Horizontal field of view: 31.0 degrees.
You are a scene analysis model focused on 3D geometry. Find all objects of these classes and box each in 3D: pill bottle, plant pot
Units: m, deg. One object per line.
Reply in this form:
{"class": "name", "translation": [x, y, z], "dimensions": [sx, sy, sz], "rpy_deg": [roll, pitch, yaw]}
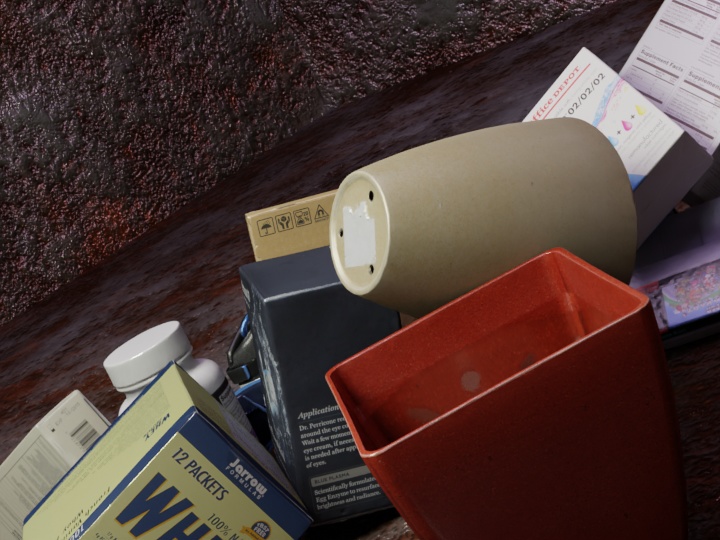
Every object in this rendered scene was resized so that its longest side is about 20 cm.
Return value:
{"class": "pill bottle", "translation": [-0.163, 0.156, 1.243], "dimensions": [0.110, 0.202, 0.112], "rpy_deg": [-25, 13, 6]}
{"class": "plant pot", "translation": [0.110, 0.123, 0.881], "dimensions": [0.198, 0.178, 0.200], "rpy_deg": [-27, 14, -3]}
{"class": "plant pot", "translation": [0.082, -0.028, 1.024], "dimensions": [0.197, 0.191, 0.186], "rpy_deg": [-2, -1, -30]}

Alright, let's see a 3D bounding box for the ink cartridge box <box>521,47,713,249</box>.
{"class": "ink cartridge box", "translation": [0.221, -0.125, 1.223], "dimensions": [0.115, 0.068, 0.200], "rpy_deg": [-50, 45, 12]}

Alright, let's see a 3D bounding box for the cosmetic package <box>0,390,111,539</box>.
{"class": "cosmetic package", "translation": [-0.330, 0.226, 1.387], "dimensions": [0.200, 0.105, 0.071], "rpy_deg": [-41, 3, 41]}

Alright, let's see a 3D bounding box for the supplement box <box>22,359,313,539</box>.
{"class": "supplement box", "translation": [-0.168, 0.209, 1.084], "dimensions": [0.200, 0.134, 0.200], "rpy_deg": [-47, 15, -4]}

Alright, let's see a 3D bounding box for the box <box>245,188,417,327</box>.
{"class": "box", "translation": [0.000, 0.000, 1.272], "dimensions": [0.197, 0.166, 0.021], "rpy_deg": [-15, 13, -12]}

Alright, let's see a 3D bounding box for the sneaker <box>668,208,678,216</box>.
{"class": "sneaker", "translation": [0.281, -0.008, 1.325], "dimensions": [0.090, 0.079, 0.200], "rpy_deg": [-41, 2, 29]}

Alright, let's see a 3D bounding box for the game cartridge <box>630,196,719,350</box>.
{"class": "game cartridge", "translation": [0.296, 0.002, 1.164], "dimensions": [0.198, 0.038, 0.131], "rpy_deg": [-22, 42, 24]}

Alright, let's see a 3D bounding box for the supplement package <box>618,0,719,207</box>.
{"class": "supplement package", "translation": [0.357, -0.167, 1.273], "dimensions": [0.150, 0.151, 0.202], "rpy_deg": [38, 98, 44]}

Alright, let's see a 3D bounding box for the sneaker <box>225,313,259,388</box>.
{"class": "sneaker", "translation": [-0.072, 0.067, 1.516], "dimensions": [0.200, 0.112, 0.073], "rpy_deg": [-44, 16, -14]}

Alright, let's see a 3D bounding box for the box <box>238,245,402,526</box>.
{"class": "box", "translation": [-0.028, 0.094, 1.165], "dimensions": [0.116, 0.203, 0.197], "rpy_deg": [-11, 10, -10]}

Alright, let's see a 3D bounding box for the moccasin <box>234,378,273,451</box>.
{"class": "moccasin", "translation": [-0.081, 0.148, 1.371], "dimensions": [0.199, 0.081, 0.068], "rpy_deg": [-32, 46, -29]}
